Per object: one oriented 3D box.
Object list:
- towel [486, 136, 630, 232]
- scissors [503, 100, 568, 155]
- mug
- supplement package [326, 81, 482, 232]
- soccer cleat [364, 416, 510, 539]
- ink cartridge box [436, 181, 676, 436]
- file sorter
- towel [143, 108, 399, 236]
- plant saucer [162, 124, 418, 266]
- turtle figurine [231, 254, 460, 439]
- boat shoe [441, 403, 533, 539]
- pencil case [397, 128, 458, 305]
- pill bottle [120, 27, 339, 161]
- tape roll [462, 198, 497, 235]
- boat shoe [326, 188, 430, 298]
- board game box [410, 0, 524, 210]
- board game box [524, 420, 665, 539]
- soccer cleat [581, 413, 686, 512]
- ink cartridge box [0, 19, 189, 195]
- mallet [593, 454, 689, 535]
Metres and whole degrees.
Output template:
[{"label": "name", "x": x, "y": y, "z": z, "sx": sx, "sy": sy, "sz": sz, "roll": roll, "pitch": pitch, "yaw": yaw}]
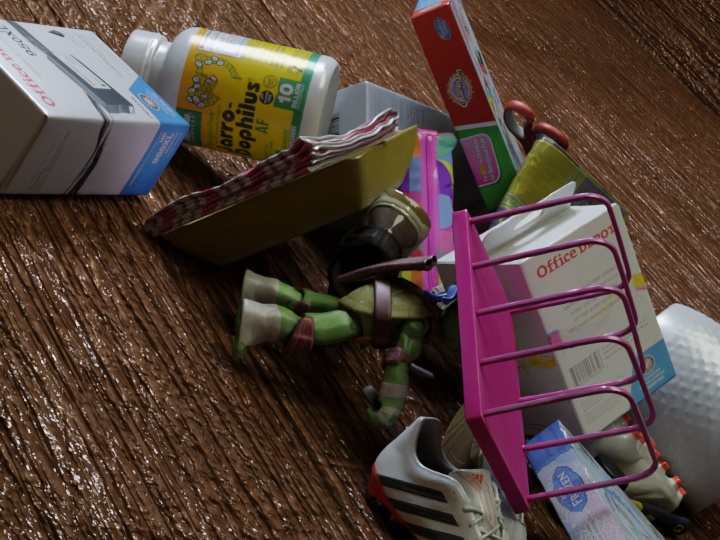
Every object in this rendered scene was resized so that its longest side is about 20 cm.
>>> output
[{"label": "towel", "x": 0.176, "y": -0.013, "z": 1.634, "sx": 0.144, "sy": 0.200, "sz": 0.023, "roll": 42, "pitch": -23, "yaw": -30}, {"label": "scissors", "x": 0.174, "y": -0.118, "z": 1.726, "sx": 0.073, "sy": 0.014, "sz": 0.200, "roll": 33, "pitch": -11, "yaw": 12}, {"label": "mug", "x": 0.330, "y": 0.136, "z": 1.736, "sx": 0.175, "sy": 0.148, "sz": 0.200, "roll": 53, "pitch": -18, "yaw": 8}, {"label": "supplement package", "x": 0.034, "y": -0.100, "z": 1.761, "sx": 0.200, "sy": 0.117, "sz": 0.117, "roll": 18, "pitch": 65, "yaw": -43}, {"label": "soccer cleat", "x": 0.082, "y": 0.194, "z": 1.276, "sx": 0.069, "sy": 0.085, "sz": 0.200, "roll": 8, "pitch": 33, "yaw": -49}, {"label": "ink cartridge box", "x": 0.171, "y": 0.032, "z": 1.540, "sx": 0.128, "sy": 0.125, "sz": 0.200, "roll": -29, "pitch": 106, "yaw": -32}, {"label": "file sorter", "x": 0.154, "y": 0.059, "z": 1.331, "sx": 0.139, "sy": 0.125, "sz": 0.200, "roll": 62, "pitch": 21, "yaw": -48}, {"label": "towel", "x": -0.077, "y": -0.087, "z": 1.473, "sx": 0.146, "sy": 0.200, "sz": 0.030, "roll": -28, "pitch": 97, "yaw": -54}, {"label": "plant saucer", "x": -0.051, "y": -0.062, "z": 1.536, "sx": 0.049, "sy": 0.200, "sz": 0.200, "roll": 67, "pitch": 20, "yaw": -4}, {"label": "turtle figurine", "x": -0.011, "y": 0.076, "z": 1.412, "sx": 0.193, "sy": 0.200, "sz": 0.144, "roll": 10, "pitch": 54, "yaw": -6}, {"label": "boat shoe", "x": 0.108, "y": 0.170, "z": 1.412, "sx": 0.069, "sy": 0.071, "sz": 0.200, "roll": 32, "pitch": 29, "yaw": -13}, {"label": "pencil case", "x": 0.056, "y": -0.035, "z": 1.616, "sx": 0.088, "sy": 0.088, "sz": 0.201, "roll": 14, "pitch": 68, "yaw": -47}, {"label": "pill bottle", "x": -0.129, "y": -0.170, "z": 1.650, "sx": 0.199, "sy": 0.113, "sz": 0.113, "roll": 14, "pitch": 19, "yaw": 4}, {"label": "tape roll", "x": 0.175, "y": 0.014, "z": 1.730, "sx": 0.200, "sy": 0.066, "sz": 0.201, "roll": 25, "pitch": 55, "yaw": -42}, {"label": "boat shoe", "x": 0.000, "y": 0.000, "z": 1.490, "sx": 0.073, "sy": 0.200, "sz": 0.065, "roll": 39, "pitch": 59, "yaw": 9}, {"label": "board game box", "x": 0.109, "y": -0.173, "z": 1.687, "sx": 0.153, "sy": 0.040, "sz": 0.200, "roll": -71, "pitch": 140, "yaw": -74}, {"label": "board game box", "x": 0.226, "y": 0.245, "z": 1.381, "sx": 0.200, "sy": 0.043, "sz": 0.199, "roll": 47, "pitch": 9, "yaw": -37}, {"label": "soccer cleat", "x": 0.243, "y": 0.186, "z": 1.606, "sx": 0.200, "sy": 0.078, "sz": 0.069, "roll": 43, "pitch": 12, "yaw": -53}, {"label": "ink cartridge box", "x": -0.264, "y": -0.138, "z": 1.454, "sx": 0.145, "sy": 0.084, "sz": 0.200, "roll": 43, "pitch": 21, "yaw": 20}, {"label": "mallet", "x": 0.254, "y": 0.209, "z": 1.562, "sx": 0.200, "sy": 0.066, "sz": 0.041, "roll": 16, "pitch": 30, "yaw": -46}]
